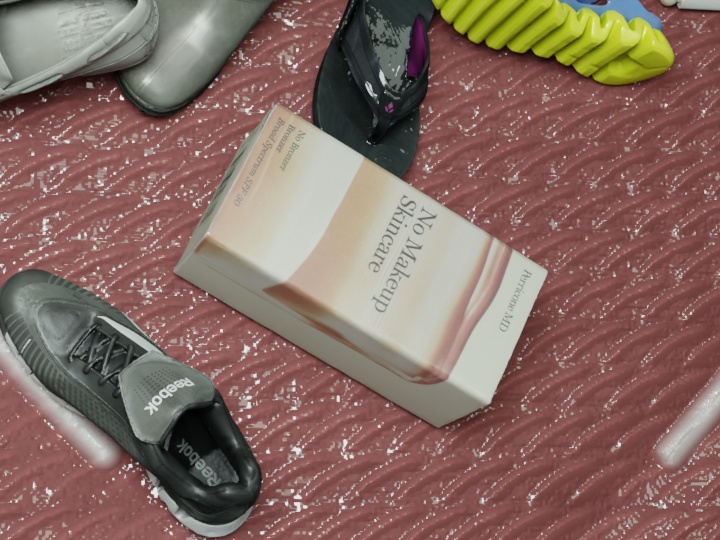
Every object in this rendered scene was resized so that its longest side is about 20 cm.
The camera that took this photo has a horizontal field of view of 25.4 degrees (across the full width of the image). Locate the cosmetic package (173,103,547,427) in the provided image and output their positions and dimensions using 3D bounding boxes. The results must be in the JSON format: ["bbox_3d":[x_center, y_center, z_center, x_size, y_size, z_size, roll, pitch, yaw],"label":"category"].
[{"bbox_3d":[0.000,0.000,0.980,0.199,0.087,0.104,30,68,-11],"label":"cosmetic package"}]

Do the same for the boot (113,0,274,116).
[{"bbox_3d":[-0.072,-0.192,0.978,0.068,0.131,0.200,41,67,-7],"label":"boot"}]

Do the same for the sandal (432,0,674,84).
[{"bbox_3d":[0.126,-0.192,1.077,0.199,0.079,0.088,16,66,-35],"label":"sandal"}]

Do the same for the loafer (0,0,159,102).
[{"bbox_3d":[-0.216,-0.131,0.927,0.199,0.070,0.070,-18,84,-6],"label":"loafer"}]

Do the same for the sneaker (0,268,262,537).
[{"bbox_3d":[-0.125,0.069,0.916,0.200,0.090,0.066,46,66,-4],"label":"sneaker"}]

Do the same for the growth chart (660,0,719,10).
[{"bbox_3d":[0.255,-0.281,1.183,0.144,0.018,0.201,-11,82,-23],"label":"growth chart"}]

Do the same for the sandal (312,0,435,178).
[{"bbox_3d":[0.016,-0.149,1.045,0.075,0.048,0.202,15,71,-17],"label":"sandal"}]
